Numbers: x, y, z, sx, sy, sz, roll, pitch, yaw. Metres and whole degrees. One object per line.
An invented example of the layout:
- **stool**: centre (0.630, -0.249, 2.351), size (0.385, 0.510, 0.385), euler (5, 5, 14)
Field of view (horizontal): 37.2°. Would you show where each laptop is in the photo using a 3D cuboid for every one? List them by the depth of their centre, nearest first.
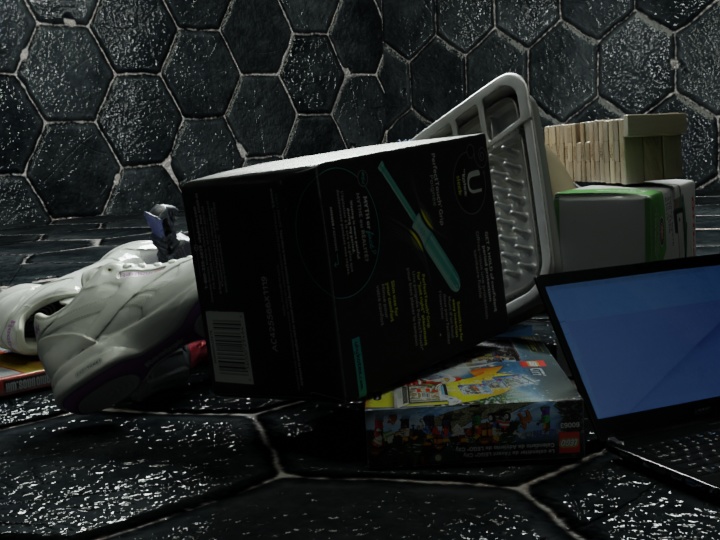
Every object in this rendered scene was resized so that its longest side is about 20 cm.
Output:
- **laptop**: centre (0.234, 0.056, 0.659), size (0.174, 0.105, 0.199), euler (-7, 9, -24)

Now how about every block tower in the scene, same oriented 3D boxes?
- **block tower**: centre (0.221, -0.107, 0.958), size (0.053, 0.059, 0.200), euler (-5, 5, -10)

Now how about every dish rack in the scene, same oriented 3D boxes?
- **dish rack**: centre (0.098, -0.041, 0.882), size (0.043, 0.204, 0.171), euler (17, -32, -35)

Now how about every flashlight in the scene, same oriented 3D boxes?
- **flashlight**: centre (-0.114, 0.063, 0.907), size (0.067, 0.069, 0.198), euler (-29, -8, 40)

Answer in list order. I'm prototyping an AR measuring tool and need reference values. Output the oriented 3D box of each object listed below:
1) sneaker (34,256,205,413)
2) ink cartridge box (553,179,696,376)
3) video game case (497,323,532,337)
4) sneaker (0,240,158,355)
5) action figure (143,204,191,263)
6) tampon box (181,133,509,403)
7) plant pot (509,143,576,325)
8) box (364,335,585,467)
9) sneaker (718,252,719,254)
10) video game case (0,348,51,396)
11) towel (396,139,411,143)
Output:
- **sneaker**: centre (-0.153, 0.017, 0.794), size (0.198, 0.100, 0.075), euler (-31, -26, -11)
- **ink cartridge box**: centre (0.232, -0.001, 0.918), size (0.083, 0.149, 0.199), euler (1, 9, 27)
- **video game case**: centre (0.042, 0.062, 1.010), size (0.198, 0.018, 0.142), euler (5, 10, 41)
- **sneaker**: centre (-0.238, 0.033, 0.981), size (0.198, 0.076, 0.099), euler (-24, 21, -27)
- **action figure**: centre (-0.119, 0.002, 0.985), size (0.104, 0.194, 0.201), euler (34, -17, 26)
- **tampon box**: centre (-0.004, -0.007, 0.753), size (0.125, 0.153, 0.199), euler (-2, 10, 39)
- **plant pot**: centre (0.131, -0.033, 0.985), size (0.133, 0.204, 0.199), euler (16, -5, -35)
- **box**: centre (0.072, 0.086, 0.744), size (0.134, 0.038, 0.200), euler (-3, 8, 2)
- **sneaker**: centre (0.350, 0.036, 0.945), size (0.074, 0.080, 0.199), euler (-42, -27, 25)
- **video game case**: centre (-0.312, 0.086, 0.950), size (0.198, 0.018, 0.142), euler (-10, 10, -43)
- **towel**: centre (0.089, -0.046, 1.153), size (0.048, 0.202, 0.111), euler (-30, -45, 21)
